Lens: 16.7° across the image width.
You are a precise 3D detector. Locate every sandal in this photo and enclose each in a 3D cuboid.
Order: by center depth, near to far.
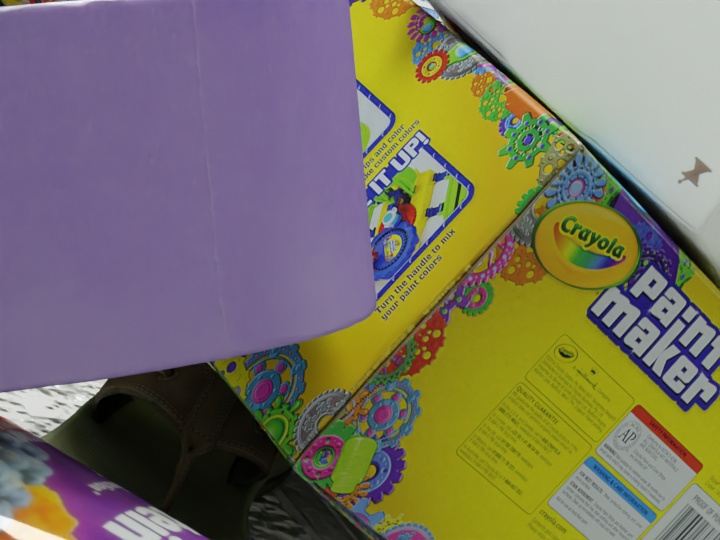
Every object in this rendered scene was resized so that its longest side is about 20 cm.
[{"bbox_3d":[-0.057,0.050,0.799,0.079,0.058,0.201,25,17,1],"label":"sandal"}]

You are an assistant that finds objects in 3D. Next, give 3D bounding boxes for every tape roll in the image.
[{"bbox_3d":[-0.098,-0.022,0.625,0.198,0.086,0.200,-5,5,0],"label":"tape roll"}]

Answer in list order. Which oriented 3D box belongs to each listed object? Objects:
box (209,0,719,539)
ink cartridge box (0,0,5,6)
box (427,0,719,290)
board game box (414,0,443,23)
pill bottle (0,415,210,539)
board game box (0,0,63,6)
[{"bbox_3d":[0.034,0.017,0.793,0.200,0.122,0.193,42,2,-40],"label":"box"},{"bbox_3d":[-0.162,-0.108,1.009,0.200,0.037,0.095,45,7,-8],"label":"ink cartridge box"},{"bbox_3d":[0.109,-0.063,0.790,0.124,0.098,0.200,44,2,19],"label":"box"},{"bbox_3d":[-0.030,-0.148,1.056,0.199,0.056,0.197,10,45,-47],"label":"board game box"},{"bbox_3d":[-0.041,0.119,0.541,0.199,0.112,0.111,28,19,15],"label":"pill bottle"},{"bbox_3d":[-0.146,-0.146,1.025,0.200,0.034,0.135,46,7,-16],"label":"board game box"}]
